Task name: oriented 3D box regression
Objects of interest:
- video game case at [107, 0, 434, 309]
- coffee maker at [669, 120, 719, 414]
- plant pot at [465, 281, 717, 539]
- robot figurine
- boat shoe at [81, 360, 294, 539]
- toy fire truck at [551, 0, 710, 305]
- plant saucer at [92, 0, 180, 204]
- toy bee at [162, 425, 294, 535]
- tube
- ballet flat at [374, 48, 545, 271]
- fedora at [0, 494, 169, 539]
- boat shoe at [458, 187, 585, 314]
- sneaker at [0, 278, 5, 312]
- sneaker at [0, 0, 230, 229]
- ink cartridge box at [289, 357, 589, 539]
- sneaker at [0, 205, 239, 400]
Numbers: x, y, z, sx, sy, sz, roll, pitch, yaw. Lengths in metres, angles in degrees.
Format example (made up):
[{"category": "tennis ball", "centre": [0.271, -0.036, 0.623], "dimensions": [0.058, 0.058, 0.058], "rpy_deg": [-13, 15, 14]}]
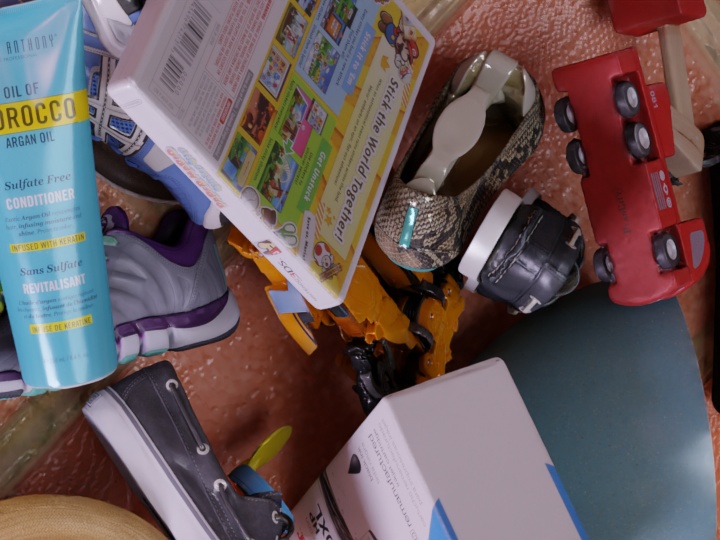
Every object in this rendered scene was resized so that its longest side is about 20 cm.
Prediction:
[{"category": "video game case", "centre": [-0.042, -0.111, 1.440], "dimensions": [0.182, 0.023, 0.200], "rpy_deg": [47, 45, -32]}, {"category": "coffee maker", "centre": [0.275, 0.004, 1.731], "dimensions": [0.192, 0.135, 0.200], "rpy_deg": [-5, 108, -5]}, {"category": "plant pot", "centre": [0.126, 0.107, 1.631], "dimensions": [0.134, 0.200, 0.201], "rpy_deg": [-7, 110, -6]}, {"category": "robot figurine", "centre": [0.000, 0.000, 1.549], "dimensions": [0.200, 0.058, 0.145], "rpy_deg": [53, 46, -48]}, {"category": "boat shoe", "centre": [-0.073, 0.138, 1.485], "dimensions": [0.066, 0.070, 0.200], "rpy_deg": [-35, 87, -12]}, {"category": "toy fire truck", "centre": [0.172, -0.086, 1.596], "dimensions": [0.141, 0.049, 0.200], "rpy_deg": [-17, 92, -57]}, {"category": "plant saucer", "centre": [-0.096, -0.138, 1.492], "dimensions": [0.200, 0.032, 0.201], "rpy_deg": [-11, 112, -30]}, {"category": "toy bee", "centre": [-0.084, 0.159, 1.565], "dimensions": [0.131, 0.109, 0.200], "rpy_deg": [-20, 91, -16]}, {"category": "tube", "centre": [-0.166, -0.040, 1.386], "dimensions": [0.077, 0.050, 0.200], "rpy_deg": [-12, 107, -10]}, {"category": "ballet flat", "centre": [0.064, -0.080, 1.534], "dimensions": [0.200, 0.068, 0.075], "rpy_deg": [-58, 165, -47]}, {"category": "fedora", "centre": [-0.181, 0.193, 1.495], "dimensions": [0.200, 0.082, 0.201], "rpy_deg": [-4, 121, -7]}, {"category": "boat shoe", "centre": [0.100, -0.005, 1.570], "dimensions": [0.060, 0.200, 0.076], "rpy_deg": [32, 98, 7]}, {"category": "sneaker", "centre": [-0.241, -0.065, 1.409], "dimensions": [0.200, 0.074, 0.081], "rpy_deg": [57, 47, -26]}, {"category": "sneaker", "centre": [-0.130, -0.097, 1.433], "dimensions": [0.077, 0.076, 0.200], "rpy_deg": [-30, 121, 4]}, {"category": "ink cartridge box", "centre": [0.044, 0.161, 1.550], "dimensions": [0.084, 0.200, 0.145], "rpy_deg": [-17, 71, -26]}, {"category": "sneaker", "centre": [-0.161, 0.014, 1.485], "dimensions": [0.200, 0.074, 0.088], "rpy_deg": [-16, 102, -38]}]
